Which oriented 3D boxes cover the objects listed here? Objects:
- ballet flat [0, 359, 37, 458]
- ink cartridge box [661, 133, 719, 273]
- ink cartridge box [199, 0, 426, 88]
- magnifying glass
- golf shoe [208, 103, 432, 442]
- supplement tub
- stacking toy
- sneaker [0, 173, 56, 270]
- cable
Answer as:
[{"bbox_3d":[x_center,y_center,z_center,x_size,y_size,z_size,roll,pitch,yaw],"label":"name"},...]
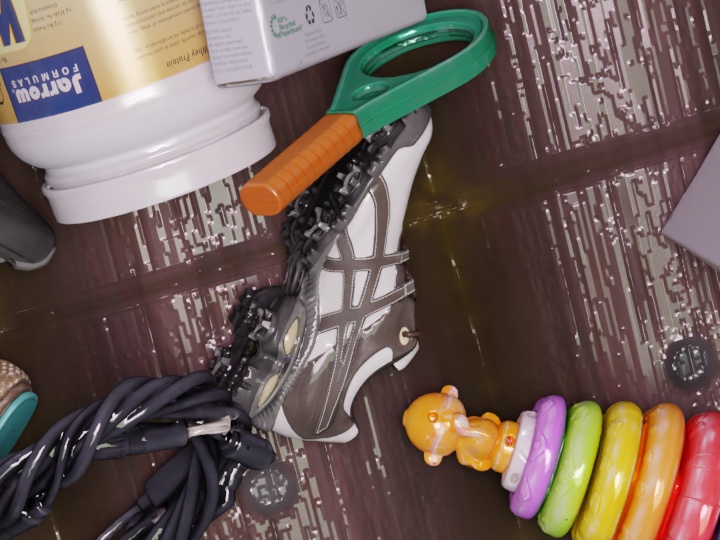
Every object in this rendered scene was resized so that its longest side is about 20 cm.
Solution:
[{"bbox_3d":[-0.246,0.129,1.587,0.065,0.071,0.201,32,88,13],"label":"ballet flat"},{"bbox_3d":[0.279,0.006,1.625,0.200,0.145,0.088,33,92,-15],"label":"ink cartridge box"},{"bbox_3d":[-0.035,-0.207,1.516,0.043,0.196,0.201,-7,100,26],"label":"ink cartridge box"},{"bbox_3d":[0.002,-0.085,1.551,0.200,0.079,0.022,-45,125,-43],"label":"magnifying glass"},{"bbox_3d":[0.000,0.000,1.610,0.094,0.078,0.201,25,101,-20],"label":"golf shoe"},{"bbox_3d":[-0.131,-0.138,1.522,0.144,0.144,0.201,-20,101,-8],"label":"supplement tub"},{"bbox_3d":[0.118,0.109,1.639,0.199,0.110,0.117,16,79,-2],"label":"stacking toy"},{"bbox_3d":[-0.228,-0.078,1.547,0.200,0.075,0.079,40,87,-14],"label":"sneaker"},{"bbox_3d":[-0.143,0.129,1.562,0.199,0.163,0.051,-34,64,8],"label":"cable"}]
